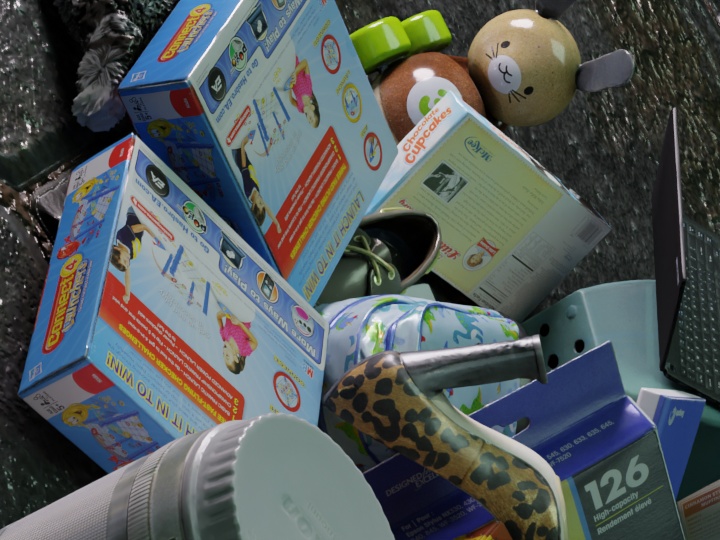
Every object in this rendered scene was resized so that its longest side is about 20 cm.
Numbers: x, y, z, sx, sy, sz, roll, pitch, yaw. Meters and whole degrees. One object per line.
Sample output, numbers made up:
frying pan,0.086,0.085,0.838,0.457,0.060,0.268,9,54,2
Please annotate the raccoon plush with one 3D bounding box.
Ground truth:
raccoon plush,-0.153,-0.166,1.662,0.134,0.097,0.200,40,58,-56

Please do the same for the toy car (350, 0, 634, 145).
toy car,0.116,-0.155,1.952,0.164,0.200,0.158,64,27,3

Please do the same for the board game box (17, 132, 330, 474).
board game box,-0.107,0.052,1.491,0.200,0.056,0.196,45,32,-30

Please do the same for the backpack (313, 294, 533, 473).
backpack,0.034,0.086,1.675,0.200,0.154,0.163,18,77,-37

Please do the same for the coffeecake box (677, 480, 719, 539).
coffeecake box,0.351,0.267,2.118,0.153,0.073,0.200,33,38,-42

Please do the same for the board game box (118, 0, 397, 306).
board game box,-0.063,-0.099,1.644,0.196,0.056,0.200,66,33,-30

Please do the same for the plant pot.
plant pot,0.217,0.089,1.982,0.200,0.141,0.142,17,51,-44

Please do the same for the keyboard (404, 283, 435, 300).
keyboard,0.015,0.043,1.810,0.200,0.011,0.056,-9,68,-61

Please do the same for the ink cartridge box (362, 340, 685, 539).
ink cartridge box,0.118,0.177,1.627,0.047,0.197,0.200,40,-26,55

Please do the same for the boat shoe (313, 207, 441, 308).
boat shoe,-0.002,-0.002,1.754,0.072,0.060,0.202,52,26,5

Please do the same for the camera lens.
camera lens,-0.097,0.178,1.285,0.160,0.200,0.160,41,34,-35

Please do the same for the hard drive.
hard drive,0.207,0.188,1.837,0.132,0.025,0.200,10,96,-69

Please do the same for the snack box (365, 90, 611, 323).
snack box,0.095,-0.044,1.905,0.200,0.116,0.037,36,12,-42

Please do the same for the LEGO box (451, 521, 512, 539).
LEGO box,0.012,0.244,1.470,0.077,0.149,0.200,60,28,-4

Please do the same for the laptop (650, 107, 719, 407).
laptop,0.286,0.002,1.931,0.200,0.103,0.177,28,46,-28

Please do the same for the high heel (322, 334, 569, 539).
high heel,0.058,0.145,1.556,0.071,0.142,0.200,-69,151,-84
